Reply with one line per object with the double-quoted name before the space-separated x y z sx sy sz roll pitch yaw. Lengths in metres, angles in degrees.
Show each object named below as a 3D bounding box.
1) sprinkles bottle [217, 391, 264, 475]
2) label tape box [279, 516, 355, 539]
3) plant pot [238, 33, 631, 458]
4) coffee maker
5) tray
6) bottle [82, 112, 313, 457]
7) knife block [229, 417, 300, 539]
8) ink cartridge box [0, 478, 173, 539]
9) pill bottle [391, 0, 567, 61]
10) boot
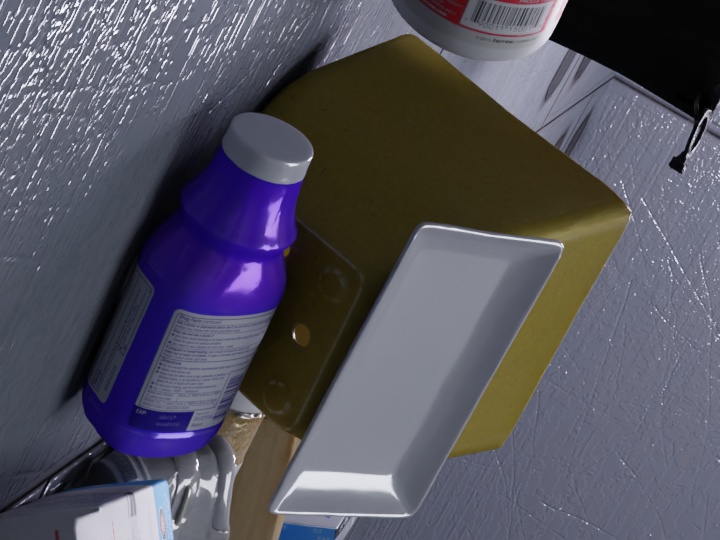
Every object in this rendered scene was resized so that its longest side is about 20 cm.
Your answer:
"sprinkles bottle" -0.117 0.132 1.525 0.201 0.068 0.068 -63 172 23
"label tape box" -0.036 0.263 2.558 0.200 0.066 0.143 -59 172 -20
"plant pot" 0.000 0.000 1.357 0.200 0.195 0.195 -17 140 -52
"coffee maker" 0.245 -0.223 2.030 0.192 0.199 0.135 -56 170 -42
"tray" 0.026 0.055 1.272 0.107 0.022 0.201 7 122 -37
"bottle" -0.084 0.009 1.241 0.083 0.065 0.201 -3 129 -41
"knife block" -0.074 0.111 1.597 0.176 0.064 0.201 83 24 -78
"ink cartridge box" -0.157 0.185 1.286 0.200 0.067 0.117 1 83 -81
"pill bottle" 0.094 -0.231 1.357 0.112 0.112 0.200 -51 169 -46
"boot" -0.131 0.192 1.470 0.095 0.074 0.201 -10 134 -32
